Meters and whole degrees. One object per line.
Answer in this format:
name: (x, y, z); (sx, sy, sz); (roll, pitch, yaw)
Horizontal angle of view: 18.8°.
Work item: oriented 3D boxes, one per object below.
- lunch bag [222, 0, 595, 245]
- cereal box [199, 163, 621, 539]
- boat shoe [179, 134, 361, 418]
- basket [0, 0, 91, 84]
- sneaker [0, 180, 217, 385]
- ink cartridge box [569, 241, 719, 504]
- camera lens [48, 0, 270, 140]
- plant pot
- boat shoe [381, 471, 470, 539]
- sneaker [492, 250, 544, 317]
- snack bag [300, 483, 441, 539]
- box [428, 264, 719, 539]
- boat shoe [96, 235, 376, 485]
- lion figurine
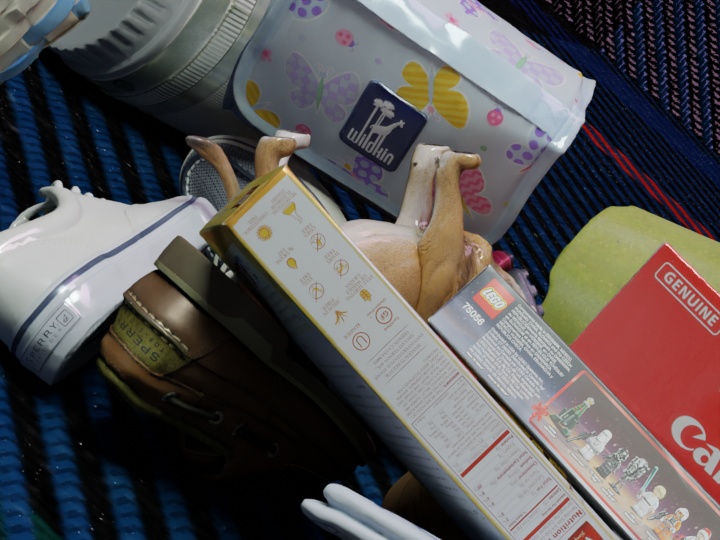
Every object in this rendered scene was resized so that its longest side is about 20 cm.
lunch bag: (0.022, -0.096, 1.152); (0.169, 0.128, 0.200); (34, -11, -5)
cereal box: (0.016, 0.045, 0.900); (0.200, 0.039, 0.144); (48, -7, -6)
boat shoe: (-0.048, -0.001, 1.114); (0.200, 0.075, 0.092); (45, 24, 28)
basket: (-0.228, -0.148, 0.925); (0.139, 0.176, 0.200); (53, 1, 43)
sneaker: (-0.117, -0.011, 0.973); (0.071, 0.073, 0.200); (43, 15, 2)
ink cartridge box: (0.150, 0.118, 1.028); (0.200, 0.176, 0.045); (45, 15, 13)
camera lens: (-0.082, -0.160, 1.319); (0.199, 0.160, 0.160); (25, 20, -41)
plant pot: (0.209, 0.057, 1.388); (0.184, 0.202, 0.200); (33, 11, 23)
boat shoe: (0.082, 0.165, 0.987); (0.200, 0.072, 0.072); (39, -19, 38)
sneaker: (0.073, 0.090, 1.126); (0.074, 0.081, 0.201); (-14, 65, -21)
snack bag: (0.087, 0.145, 0.832); (0.188, 0.022, 0.200); (26, -5, 25)
box: (0.111, 0.100, 0.930); (0.200, 0.040, 0.137); (47, -9, 19)
boat shoe: (-0.057, 0.054, 0.948); (0.072, 0.068, 0.200); (38, -7, 34)
lion figurine: (0.000, 0.000, 1.030); (0.198, 0.124, 0.072); (5, 7, -30)
